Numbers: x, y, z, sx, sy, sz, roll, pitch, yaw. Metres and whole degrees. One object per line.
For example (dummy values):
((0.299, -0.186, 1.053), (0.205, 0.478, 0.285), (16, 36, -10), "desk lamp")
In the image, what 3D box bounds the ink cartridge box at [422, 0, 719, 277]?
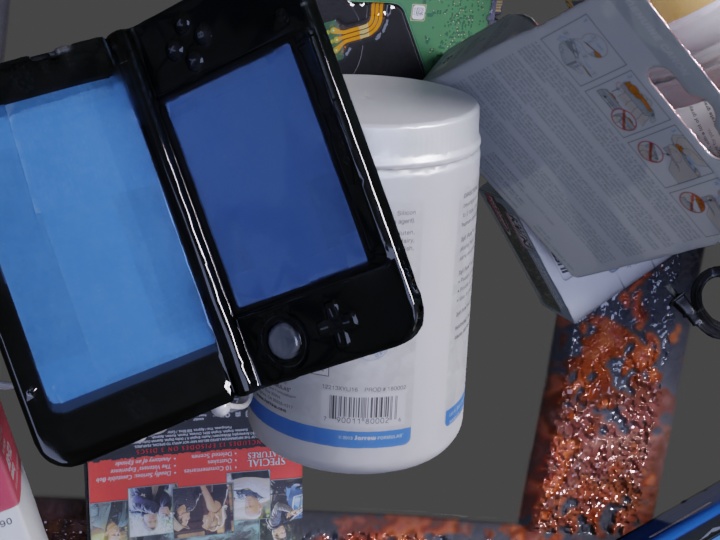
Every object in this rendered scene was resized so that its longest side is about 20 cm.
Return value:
((0.139, -0.080, 0.727), (0.160, 0.200, 0.047), (47, 62, -14), "ink cartridge box")

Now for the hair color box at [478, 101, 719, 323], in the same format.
((0.190, -0.065, 0.877), (0.199, 0.061, 0.099), (-34, 108, -7), "hair color box")

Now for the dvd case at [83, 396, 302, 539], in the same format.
((-0.108, 0.175, 0.864), (0.144, 0.022, 0.202), (-4, 101, -15), "dvd case")

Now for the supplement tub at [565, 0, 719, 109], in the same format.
((0.181, -0.215, 0.796), (0.144, 0.145, 0.201), (-33, 108, -7), "supplement tub")

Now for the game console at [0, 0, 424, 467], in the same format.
((-0.091, -0.029, 0.639), (0.175, 0.116, 0.202), (-19, 92, 32), "game console")

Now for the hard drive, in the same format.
((-0.008, -0.137, 0.786), (0.198, 0.038, 0.141), (-4, 114, -27), "hard drive")

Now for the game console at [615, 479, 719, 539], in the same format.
((0.238, 0.231, 0.930), (0.199, 0.171, 0.119), (-28, 81, -9), "game console")

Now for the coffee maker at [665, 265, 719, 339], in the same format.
((0.277, -0.050, 0.754), (0.134, 0.200, 0.193), (34, 84, 20), "coffee maker")

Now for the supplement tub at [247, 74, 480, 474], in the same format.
((0.000, 0.000, 0.745), (0.131, 0.132, 0.202), (-3, 110, -15), "supplement tub")

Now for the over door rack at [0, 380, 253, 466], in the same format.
((-0.166, 0.012, 0.739), (0.147, 0.067, 0.201), (-18, 104, 33), "over door rack")

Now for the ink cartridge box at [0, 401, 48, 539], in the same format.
((-0.258, 0.198, 0.793), (0.144, 0.083, 0.202), (-19, 106, -11), "ink cartridge box")
